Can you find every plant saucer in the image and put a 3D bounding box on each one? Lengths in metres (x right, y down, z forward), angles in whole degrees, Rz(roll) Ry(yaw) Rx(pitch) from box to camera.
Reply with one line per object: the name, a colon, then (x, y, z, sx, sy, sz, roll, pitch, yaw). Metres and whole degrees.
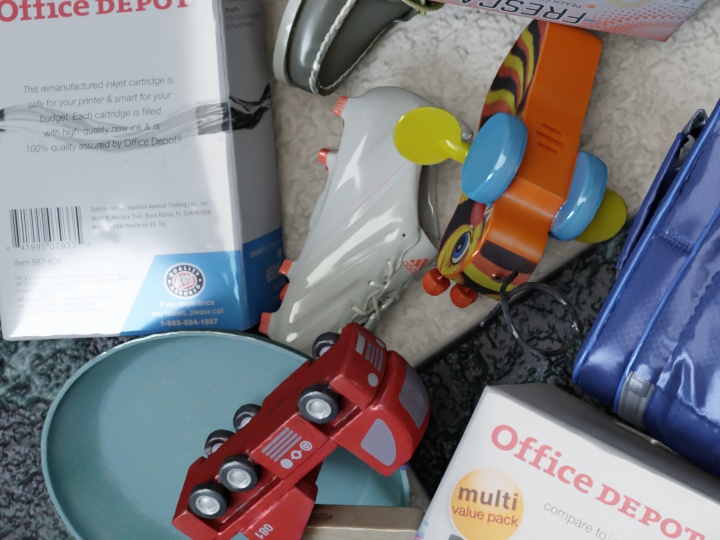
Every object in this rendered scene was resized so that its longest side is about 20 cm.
plant saucer: (-0.069, 0.102, 1.169, 0.198, 0.036, 0.201, 5, 126, 7)

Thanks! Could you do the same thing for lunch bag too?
lunch bag: (0.195, -0.002, 1.088, 0.132, 0.136, 0.201, 29, 95, 15)

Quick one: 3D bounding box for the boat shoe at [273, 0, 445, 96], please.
boat shoe: (0.027, -0.175, 1.181, 0.060, 0.072, 0.202, 35, 93, 20)

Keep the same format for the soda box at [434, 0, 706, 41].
soda box: (0.080, -0.171, 1.114, 0.198, 0.068, 0.064, 7, 70, -15)

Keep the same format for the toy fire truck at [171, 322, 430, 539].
toy fire truck: (-0.016, 0.128, 1.125, 0.141, 0.049, 0.200, 37, 123, -17)

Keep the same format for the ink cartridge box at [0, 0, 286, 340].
ink cartridge box: (-0.124, -0.069, 1.195, 0.143, 0.084, 0.202, -2, 98, 16)

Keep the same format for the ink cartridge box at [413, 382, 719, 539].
ink cartridge box: (0.098, 0.175, 1.102, 0.146, 0.145, 0.201, 26, 94, 16)

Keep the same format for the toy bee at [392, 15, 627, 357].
toy bee: (0.067, -0.034, 1.139, 0.131, 0.200, 0.109, 42, 141, -7)

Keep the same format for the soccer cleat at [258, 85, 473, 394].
soccer cleat: (0.000, 0.000, 1.183, 0.077, 0.069, 0.201, 18, 90, 12)
